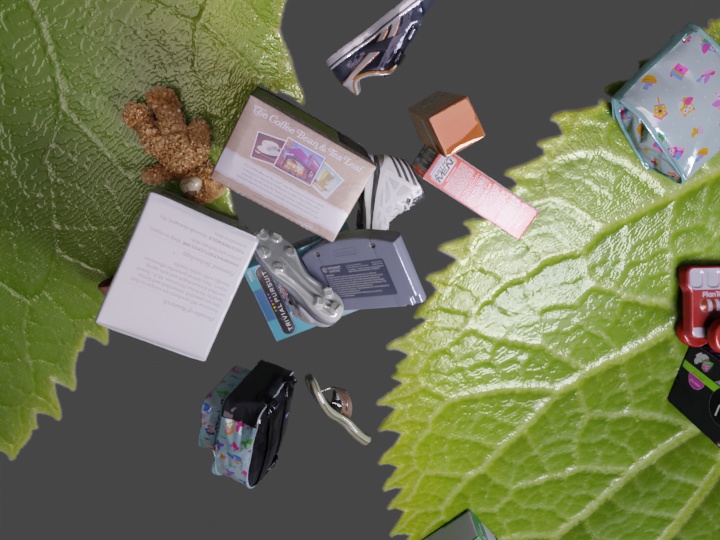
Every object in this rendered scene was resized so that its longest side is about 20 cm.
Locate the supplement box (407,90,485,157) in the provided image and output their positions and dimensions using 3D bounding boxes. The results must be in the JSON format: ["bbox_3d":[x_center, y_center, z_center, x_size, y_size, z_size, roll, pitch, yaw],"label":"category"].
[{"bbox_3d":[0.125,-0.229,0.870,0.066,0.200,0.069,-29,107,5],"label":"supplement box"}]

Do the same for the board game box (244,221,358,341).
[{"bbox_3d":[-0.089,0.022,1.021,0.199,0.047,0.151,-22,111,2],"label":"board game box"}]

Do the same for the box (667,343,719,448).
[{"bbox_3d":[0.741,0.255,1.116,0.124,0.200,0.149,8,109,-10],"label":"box"}]

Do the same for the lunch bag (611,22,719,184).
[{"bbox_3d":[0.524,-0.276,0.940,0.170,0.122,0.200,-43,114,11],"label":"lunch bag"}]

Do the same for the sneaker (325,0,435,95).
[{"bbox_3d":[0.046,-0.355,0.881,0.200,0.078,0.080,-33,106,18],"label":"sneaker"}]

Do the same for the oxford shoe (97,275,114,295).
[{"bbox_3d":[-0.349,0.039,0.987,0.199,0.071,0.075,-3,113,-5],"label":"oxford shoe"}]

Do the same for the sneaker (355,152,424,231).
[{"bbox_3d":[0.054,-0.097,0.960,0.115,0.076,0.202,1,91,-10],"label":"sneaker"}]

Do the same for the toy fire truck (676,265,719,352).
[{"bbox_3d":[0.719,0.069,1.104,0.199,0.112,0.169,-2,92,-7],"label":"toy fire truck"}]

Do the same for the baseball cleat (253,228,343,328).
[{"bbox_3d":[-0.118,0.023,0.957,0.200,0.070,0.106,47,143,6],"label":"baseball cleat"}]

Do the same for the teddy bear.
[{"bbox_3d":[-0.297,-0.193,0.908,0.144,0.067,0.201,-13,111,3],"label":"teddy bear"}]

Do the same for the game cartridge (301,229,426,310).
[{"bbox_3d":[0.000,0.000,0.922,0.199,0.042,0.134,-7,113,39],"label":"game cartridge"}]

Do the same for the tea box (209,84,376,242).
[{"bbox_3d":[-0.101,-0.170,0.869,0.199,0.197,0.134,27,105,-14],"label":"tea box"}]

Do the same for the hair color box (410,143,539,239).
[{"bbox_3d":[0.190,-0.139,0.958,0.200,0.111,0.064,31,104,-15],"label":"hair color box"}]

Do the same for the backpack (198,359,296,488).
[{"bbox_3d":[-0.206,0.285,1.041,0.150,0.178,0.201,11,115,13],"label":"backpack"}]

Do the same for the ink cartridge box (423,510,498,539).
[{"bbox_3d":[0.253,0.660,1.276,0.146,0.083,0.200,-38,110,9],"label":"ink cartridge box"}]

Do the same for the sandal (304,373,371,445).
[{"bbox_3d":[-0.040,0.263,1.109,0.057,0.080,0.201,-44,116,-8],"label":"sandal"}]

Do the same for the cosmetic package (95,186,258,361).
[{"bbox_3d":[-0.279,-0.002,0.872,0.166,0.167,0.201,23,94,-21],"label":"cosmetic package"}]
